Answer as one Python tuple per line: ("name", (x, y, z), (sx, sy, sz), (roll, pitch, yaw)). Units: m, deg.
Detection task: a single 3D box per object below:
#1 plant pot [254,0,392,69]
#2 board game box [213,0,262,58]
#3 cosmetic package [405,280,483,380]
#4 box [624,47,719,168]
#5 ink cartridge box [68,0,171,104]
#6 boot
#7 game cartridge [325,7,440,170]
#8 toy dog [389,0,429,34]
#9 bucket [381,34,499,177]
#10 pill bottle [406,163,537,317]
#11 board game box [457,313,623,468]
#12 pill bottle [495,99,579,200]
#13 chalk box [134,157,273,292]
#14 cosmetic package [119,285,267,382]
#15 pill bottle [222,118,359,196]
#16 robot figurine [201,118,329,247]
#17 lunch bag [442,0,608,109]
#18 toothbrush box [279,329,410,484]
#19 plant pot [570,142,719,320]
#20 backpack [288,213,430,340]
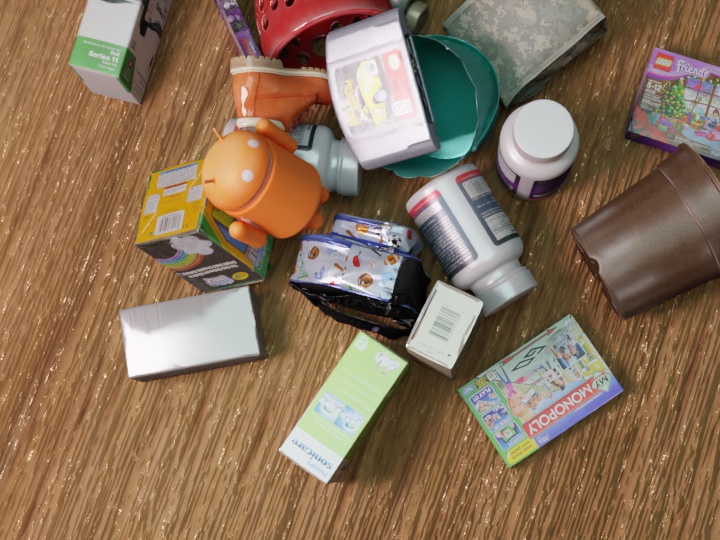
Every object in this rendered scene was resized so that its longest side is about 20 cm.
("plant pot", (-0.062, -0.396, 1.731), (0.199, 0.201, 0.184), (-18, 69, 1))
("board game box", (-0.179, -0.353, 1.768), (0.032, 0.120, 0.201), (-25, 79, 0))
("cosmetic package", (0.119, 0.087, 1.635), (0.071, 0.200, 0.106), (26, 82, 9))
("box", (0.507, -0.233, 1.740), (0.199, 0.039, 0.138), (19, 82, 7))
("ink cartridge box", (-0.355, -0.371, 1.770), (0.083, 0.147, 0.201), (14, 83, 5))
("boot", (-0.101, -0.238, 1.672), (0.075, 0.199, 0.108), (-4, 87, 48))
("game cartridge", (0.025, -0.246, 1.627), (0.132, 0.041, 0.201), (-14, 94, 31))
("toy dog", (0.086, -0.464, 1.778), (0.131, 0.096, 0.201), (11, 82, 5))
("bucket", (0.098, -0.240, 1.689), (0.206, 0.135, 0.209), (6, 104, 23))
("pill bottle", (0.164, -0.041, 1.693), (0.119, 0.120, 0.201), (-30, 81, -1))
("board game box", (0.259, 0.173, 1.698), (0.199, 0.029, 0.135), (-34, 79, -2))
("pill bottle", (0.251, -0.173, 1.667), (0.111, 0.200, 0.112), (-1, 81, 3))
("chalk box", (-0.205, -0.053, 1.689), (0.124, 0.200, 0.125), (-11, 58, 31))
("cosmetic package", (-0.243, 0.094, 1.719), (0.199, 0.090, 0.108), (-8, 80, 0))
("pill bottle", (-0.098, -0.159, 1.727), (0.199, 0.111, 0.112), (6, 81, 5))
("robot figurine", (-0.132, -0.114, 1.590), (0.144, 0.200, 0.117), (-51, 44, 13))
("lunch bag", (0.240, -0.358, 1.737), (0.200, 0.118, 0.164), (-39, 81, 9))
("toothbrush box", (-0.018, 0.194, 1.655), (0.086, 0.146, 0.201), (32, 85, 8))
("plant pot", (0.415, -0.041, 1.647), (0.198, 0.200, 0.201), (-31, 80, 6))
("backpack", (0.000, 0.000, 1.670), (0.189, 0.200, 0.155), (6, 76, 12))
